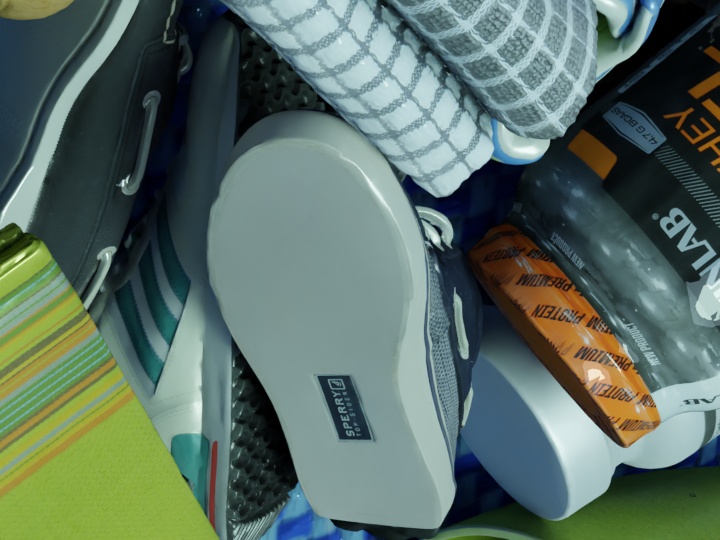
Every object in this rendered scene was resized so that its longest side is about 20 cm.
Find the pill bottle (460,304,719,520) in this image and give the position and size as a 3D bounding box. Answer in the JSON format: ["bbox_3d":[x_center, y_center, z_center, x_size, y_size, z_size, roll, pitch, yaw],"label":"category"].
[{"bbox_3d":[0.136,0.013,0.944,0.200,0.116,0.116,-33,131,-18],"label":"pill bottle"}]

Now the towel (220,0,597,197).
[{"bbox_3d":[-0.008,-0.145,0.676,0.086,0.200,0.166,-31,137,20],"label":"towel"}]

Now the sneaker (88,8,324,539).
[{"bbox_3d":[-0.070,0.001,0.792,0.070,0.093,0.200,-28,124,-62],"label":"sneaker"}]

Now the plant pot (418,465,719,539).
[{"bbox_3d":[0.137,0.169,1.014,0.200,0.187,0.187,-25,130,-44],"label":"plant pot"}]

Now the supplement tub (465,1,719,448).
[{"bbox_3d":[0.146,-0.032,0.821,0.200,0.123,0.123,-40,134,-2],"label":"supplement tub"}]

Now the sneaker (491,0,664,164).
[{"bbox_3d":[0.090,-0.120,0.747,0.076,0.077,0.200,24,108,-33],"label":"sneaker"}]

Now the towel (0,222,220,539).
[{"bbox_3d":[-0.100,0.076,0.689,0.086,0.018,0.200,-36,136,-12],"label":"towel"}]

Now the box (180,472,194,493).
[{"bbox_3d":[-0.162,0.144,0.778,0.148,0.124,0.200,-8,121,-36],"label":"box"}]

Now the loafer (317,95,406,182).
[{"bbox_3d":[0.012,-0.070,0.828,0.070,0.068,0.201,12,104,-33],"label":"loafer"}]

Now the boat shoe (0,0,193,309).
[{"bbox_3d":[-0.092,-0.064,0.747,0.060,0.074,0.200,8,113,-41],"label":"boat shoe"}]

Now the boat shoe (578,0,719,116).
[{"bbox_3d":[0.128,-0.094,0.902,0.202,0.075,0.075,-22,127,-27],"label":"boat shoe"}]

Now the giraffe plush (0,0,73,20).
[{"bbox_3d":[-0.147,-0.106,0.648,0.162,0.173,0.200,-37,99,-29],"label":"giraffe plush"}]

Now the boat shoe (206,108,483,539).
[{"bbox_3d":[0.000,0.000,0.761,0.200,0.075,0.093,80,19,-46],"label":"boat shoe"}]
